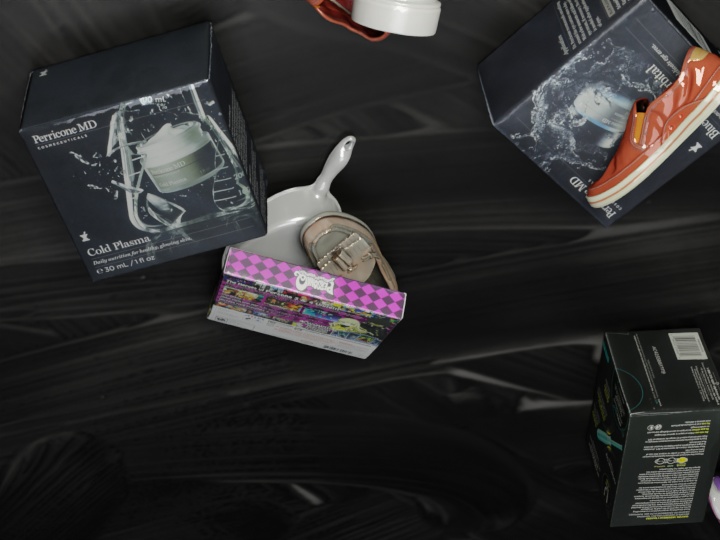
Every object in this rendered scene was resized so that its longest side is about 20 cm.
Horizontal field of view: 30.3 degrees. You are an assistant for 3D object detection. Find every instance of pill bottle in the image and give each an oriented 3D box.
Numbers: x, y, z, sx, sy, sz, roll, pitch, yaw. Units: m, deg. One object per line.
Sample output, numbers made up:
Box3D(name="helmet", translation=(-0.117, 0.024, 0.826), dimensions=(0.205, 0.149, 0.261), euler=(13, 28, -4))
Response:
Box3D(name="pill bottle", translation=(0.047, -0.321, 1.202), dimensions=(0.109, 0.111, 0.203), euler=(6, 110, -11))

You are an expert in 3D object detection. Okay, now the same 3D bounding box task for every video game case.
Box3D(name="video game case", translation=(-0.065, 0.040, 1.477), dimensions=(0.197, 0.036, 0.181), euler=(15, 160, -7))

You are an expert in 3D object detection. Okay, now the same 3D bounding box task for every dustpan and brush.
Box3D(name="dustpan and brush", translation=(-0.056, -0.064, 1.475), dimensions=(0.138, 0.058, 0.200), euler=(15, 133, -32))

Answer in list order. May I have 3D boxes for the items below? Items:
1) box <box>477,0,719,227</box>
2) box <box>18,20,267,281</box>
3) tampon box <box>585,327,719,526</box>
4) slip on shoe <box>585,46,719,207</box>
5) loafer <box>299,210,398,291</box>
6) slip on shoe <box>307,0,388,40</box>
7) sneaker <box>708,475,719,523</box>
Box3D(name="box", translation=(0.260, -0.185, 1.366), dimensions=(0.199, 0.118, 0.196), euler=(-39, 123, 24))
Box3D(name="box", translation=(-0.215, -0.120, 1.361), dimensions=(0.197, 0.125, 0.198), euler=(-15, 127, 5))
Box3D(name="tampon box", translation=(0.367, 0.197, 1.662), dimensions=(0.124, 0.151, 0.202), euler=(-2, 129, -4))
Box3D(name="slip on shoe", translation=(0.285, -0.138, 1.296), dimensions=(0.061, 0.074, 0.200), euler=(43, 126, 5))
Box3D(name="loafer", translation=(0.000, 0.000, 1.478), dimensions=(0.072, 0.063, 0.200), euler=(-35, 147, 6))
Box3D(name="slip on shoe", translation=(-0.041, -0.288, 1.274), dimensions=(0.199, 0.062, 0.074), euler=(32, 121, -26))
Box3D(name="sneaker", translation=(0.547, 0.345, 1.853), dimensions=(0.088, 0.081, 0.201), euler=(-30, 125, 8))
